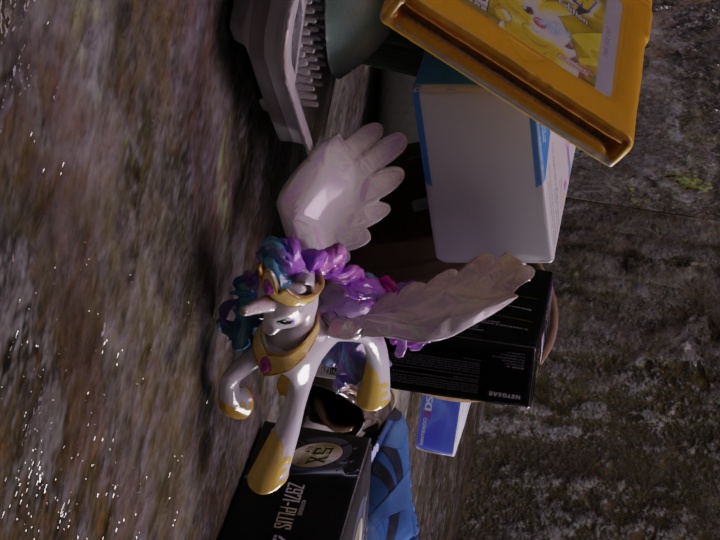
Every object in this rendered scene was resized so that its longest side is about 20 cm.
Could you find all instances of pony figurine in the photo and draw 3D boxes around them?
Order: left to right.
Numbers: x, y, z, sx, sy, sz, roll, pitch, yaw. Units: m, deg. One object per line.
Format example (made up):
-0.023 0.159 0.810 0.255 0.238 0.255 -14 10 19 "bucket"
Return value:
-0.011 0.026 1.245 0.193 0.166 0.200 -35 153 -31 "pony figurine"

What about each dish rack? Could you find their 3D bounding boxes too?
-0.040 -0.175 1.230 0.200 0.043 0.172 71 28 -73 "dish rack"

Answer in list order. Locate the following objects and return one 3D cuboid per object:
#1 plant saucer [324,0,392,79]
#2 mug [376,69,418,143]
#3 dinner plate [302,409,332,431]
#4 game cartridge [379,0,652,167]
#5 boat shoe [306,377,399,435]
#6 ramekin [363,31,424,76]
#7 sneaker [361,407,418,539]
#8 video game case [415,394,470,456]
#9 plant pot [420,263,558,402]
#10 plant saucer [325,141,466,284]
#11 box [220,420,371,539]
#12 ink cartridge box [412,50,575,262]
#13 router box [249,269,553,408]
0.015 -0.222 1.277 0.201 0.039 0.202 8 90 -83 "plant saucer"
0.079 -0.174 1.800 0.200 0.147 0.176 -159 -112 -67 "mug"
-0.043 0.208 1.705 0.200 0.024 0.201 10 90 -82 "dinner plate"
0.107 -0.176 1.255 0.032 0.176 0.200 -48 -163 40 "game cartridge"
-0.017 0.100 1.643 0.073 0.074 0.200 -64 162 -19 "boat shoe"
0.035 -0.243 1.482 0.200 0.097 0.201 9 90 -82 "ramekin"
0.018 0.205 1.704 0.066 0.078 0.200 -48 -166 38 "sneaker"
0.100 0.057 1.972 0.181 0.045 0.201 -58 158 -67 "video game case"
0.069 0.043 1.759 0.093 0.200 0.201 119 -11 -51 "plant pot"
0.043 -0.048 1.434 0.200 0.199 0.030 -68 149 -59 "plant saucer"
-0.051 0.243 1.456 0.164 0.086 0.201 -71 167 -54 "box"
0.099 -0.122 1.347 0.200 0.084 0.145 -74 160 -49 "ink cartridge box"
0.034 0.034 1.411 0.149 0.199 0.051 -62 159 -67 "router box"
